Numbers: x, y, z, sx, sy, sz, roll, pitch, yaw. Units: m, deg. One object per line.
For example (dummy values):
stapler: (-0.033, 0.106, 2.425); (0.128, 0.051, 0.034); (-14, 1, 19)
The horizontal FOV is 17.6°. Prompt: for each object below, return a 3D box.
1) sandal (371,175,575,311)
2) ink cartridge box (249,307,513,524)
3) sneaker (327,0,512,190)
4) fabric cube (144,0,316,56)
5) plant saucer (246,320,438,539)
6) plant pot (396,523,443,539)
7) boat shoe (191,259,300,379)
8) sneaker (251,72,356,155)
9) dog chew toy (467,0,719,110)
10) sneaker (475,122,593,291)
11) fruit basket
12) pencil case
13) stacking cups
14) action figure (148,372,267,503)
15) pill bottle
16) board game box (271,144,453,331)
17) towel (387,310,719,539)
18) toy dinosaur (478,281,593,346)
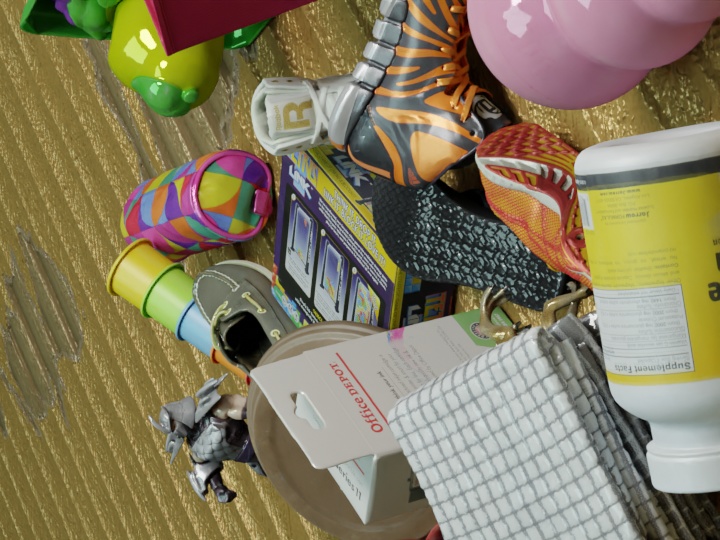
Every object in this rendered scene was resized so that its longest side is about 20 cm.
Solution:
sandal: (0.082, -0.021, 1.627); (0.200, 0.045, 0.075); (25, 116, 41)
ink cartridge box: (0.032, 0.102, 1.604); (0.117, 0.200, 0.067); (53, 146, 43)
sneaker: (0.065, -0.145, 1.581); (0.112, 0.078, 0.200); (32, 115, 19)
fabric cube: (-0.084, -0.303, 1.596); (0.200, 0.199, 0.196); (80, 167, -60)
plant saucer: (0.000, 0.131, 1.754); (0.200, 0.029, 0.200); (12, 122, 20)
plant pot: (0.043, 0.288, 1.680); (0.200, 0.182, 0.201); (38, 136, 48)
boat shoe: (-0.087, 0.049, 1.919); (0.202, 0.060, 0.072); (37, 126, 45)
sneaker: (-0.008, -0.112, 1.693); (0.200, 0.115, 0.074); (2, 101, 63)
dog chew toy: (0.149, -0.165, 1.331); (0.200, 0.124, 0.125); (-17, 86, 58)
sneaker: (0.144, -0.026, 1.485); (0.200, 0.073, 0.077); (51, 167, 52)
fruit basket: (-0.164, -0.203, 1.880); (0.155, 0.215, 0.216); (-39, 67, 63)
pencil case: (-0.144, -0.055, 2.057); (0.200, 0.088, 0.089); (-12, 90, 66)
stacking cups: (-0.126, 0.045, 2.025); (0.200, 0.060, 0.061); (32, 136, 20)
action figure: (-0.077, 0.147, 1.873); (0.130, 0.200, 0.069); (136, 150, -57)
pill bottle: (0.191, 0.020, 1.329); (0.112, 0.112, 0.200); (3, 105, 65)
board game box: (0.000, 0.000, 1.801); (0.200, 0.057, 0.166); (51, 143, 45)
towel: (0.123, 0.137, 1.425); (0.166, 0.086, 0.200); (-35, 80, 47)
toy dinosaur: (0.103, 0.063, 1.511); (0.200, 0.058, 0.101); (-38, 38, 26)
